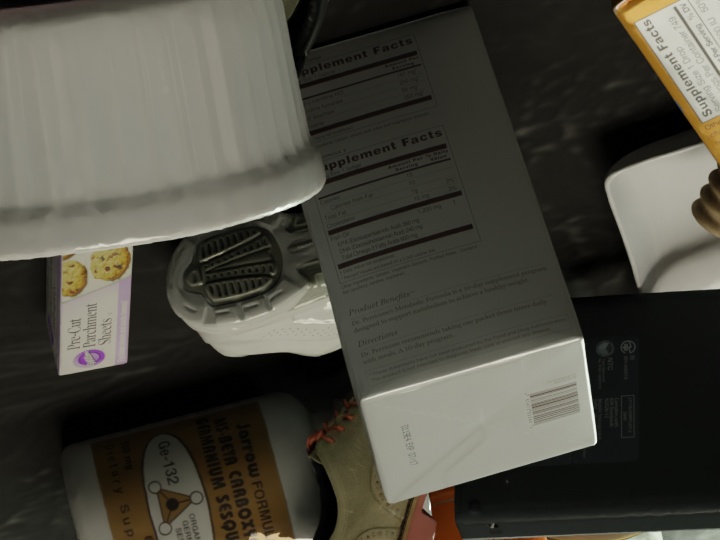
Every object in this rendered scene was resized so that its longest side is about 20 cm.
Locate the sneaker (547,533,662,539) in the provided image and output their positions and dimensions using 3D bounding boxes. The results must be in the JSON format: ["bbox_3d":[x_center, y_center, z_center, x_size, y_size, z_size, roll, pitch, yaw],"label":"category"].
[{"bbox_3d":[0.157,0.207,1.857,0.076,0.116,0.200,-28,149,16],"label":"sneaker"}]

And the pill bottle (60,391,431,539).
[{"bbox_3d":[-0.065,0.133,1.639,0.199,0.115,0.114,-14,148,-5],"label":"pill bottle"}]

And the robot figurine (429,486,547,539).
[{"bbox_3d":[0.064,0.201,1.704,0.143,0.200,0.117,-1,117,-5],"label":"robot figurine"}]

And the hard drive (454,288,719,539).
[{"bbox_3d":[0.154,0.078,1.586,0.199,0.140,0.033,-4,150,12],"label":"hard drive"}]

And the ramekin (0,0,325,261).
[{"bbox_3d":[-0.118,-0.072,1.194,0.200,0.098,0.200,-6,-169,1],"label":"ramekin"}]

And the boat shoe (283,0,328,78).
[{"bbox_3d":[-0.055,-0.103,1.298,0.074,0.066,0.200,6,130,-32],"label":"boat shoe"}]

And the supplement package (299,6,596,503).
[{"bbox_3d":[0.034,-0.009,1.387,0.109,0.200,0.114,-16,149,-1],"label":"supplement package"}]

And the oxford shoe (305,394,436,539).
[{"bbox_3d":[0.010,0.088,1.563,0.075,0.201,0.070,11,174,-10],"label":"oxford shoe"}]

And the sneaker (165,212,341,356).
[{"bbox_3d":[0.000,0.000,1.519,0.199,0.078,0.099,-10,155,5],"label":"sneaker"}]

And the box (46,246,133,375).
[{"bbox_3d":[-0.138,-0.018,1.444,0.041,0.039,0.200,-9,147,-13],"label":"box"}]

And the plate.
[{"bbox_3d":[0.240,-0.045,1.591,0.199,0.032,0.200,-19,147,4],"label":"plate"}]

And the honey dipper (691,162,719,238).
[{"bbox_3d":[0.232,-0.103,1.464,0.038,0.038,0.200,7,125,-33],"label":"honey dipper"}]

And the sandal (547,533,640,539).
[{"bbox_3d":[0.183,0.125,1.739,0.199,0.081,0.054,-1,160,26],"label":"sandal"}]

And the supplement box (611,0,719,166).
[{"bbox_3d":[0.196,-0.092,1.402,0.069,0.067,0.200,-24,124,19],"label":"supplement box"}]
